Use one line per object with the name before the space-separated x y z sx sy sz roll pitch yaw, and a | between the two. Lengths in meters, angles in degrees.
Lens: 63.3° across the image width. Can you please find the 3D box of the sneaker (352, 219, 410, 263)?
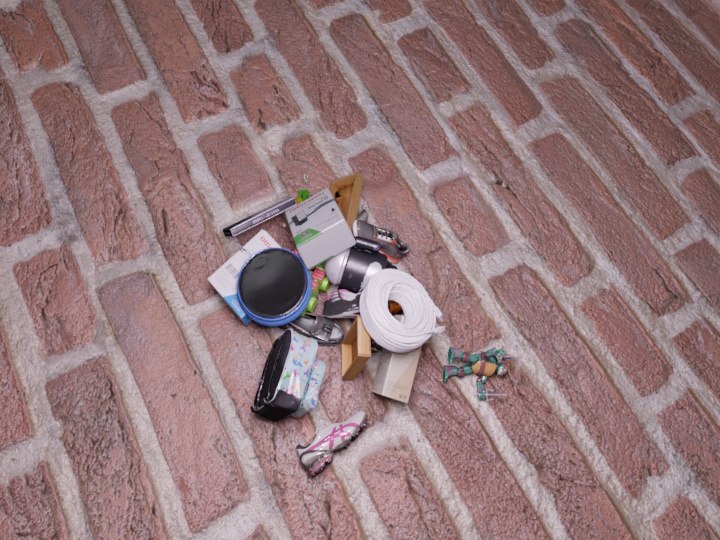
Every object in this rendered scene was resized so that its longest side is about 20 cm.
sneaker | 0.063 -0.095 1.625 0.197 0.081 0.079 27 51 -36

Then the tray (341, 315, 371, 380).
tray | -0.012 0.197 1.462 0.036 0.201 0.102 5 63 -13

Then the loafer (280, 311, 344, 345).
loafer | -0.136 0.146 1.547 0.193 0.063 0.074 16 64 0

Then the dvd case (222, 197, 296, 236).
dvd case | -0.283 -0.148 1.624 0.196 0.150 0.025 -28 103 -18

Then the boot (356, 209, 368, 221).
boot | 0.009 -0.062 1.671 0.128 0.068 0.204 28 70 -2

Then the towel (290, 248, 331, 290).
towel | -0.183 0.010 1.628 0.195 0.023 0.147 -24 71 -17

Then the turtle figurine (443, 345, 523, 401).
turtle figurine | 0.321 0.260 1.539 0.193 0.101 0.155 8 104 -1

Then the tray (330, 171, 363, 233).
tray | -0.052 -0.183 1.677 0.096 0.037 0.205 -15 48 33

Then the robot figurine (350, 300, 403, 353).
robot figurine | 0.069 0.134 1.582 0.195 0.059 0.148 -23 67 -17

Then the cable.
cable | 0.090 0.095 1.407 0.196 0.069 0.204 -18 73 -38

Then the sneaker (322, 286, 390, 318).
sneaker | -0.010 0.103 1.522 0.195 0.087 0.082 -8 50 33

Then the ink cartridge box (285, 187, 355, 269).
ink cartridge box | -0.110 -0.115 1.541 0.144 0.084 0.201 -29 35 0

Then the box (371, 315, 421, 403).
box | 0.099 0.223 1.491 0.076 0.095 0.207 18 81 -14

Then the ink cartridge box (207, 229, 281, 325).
ink cartridge box | -0.281 0.019 1.553 0.199 0.084 0.145 -43 75 -14

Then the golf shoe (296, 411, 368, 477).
golf shoe | -0.067 0.404 1.432 0.198 0.073 0.092 -36 72 -21

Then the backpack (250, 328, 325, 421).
backpack | -0.172 0.255 1.434 0.147 0.177 0.206 20 57 -22

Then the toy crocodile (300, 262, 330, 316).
toy crocodile | -0.130 0.045 1.564 0.066 0.063 0.202 24 51 11

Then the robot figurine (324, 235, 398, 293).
robot figurine | 0.001 -0.002 1.558 0.194 0.125 0.155 19 83 -1

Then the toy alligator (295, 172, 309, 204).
toy alligator | -0.174 -0.190 1.706 0.053 0.059 0.207 -18 62 29

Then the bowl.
bowl | -0.219 0.037 1.482 0.193 0.040 0.208 0 71 -1
